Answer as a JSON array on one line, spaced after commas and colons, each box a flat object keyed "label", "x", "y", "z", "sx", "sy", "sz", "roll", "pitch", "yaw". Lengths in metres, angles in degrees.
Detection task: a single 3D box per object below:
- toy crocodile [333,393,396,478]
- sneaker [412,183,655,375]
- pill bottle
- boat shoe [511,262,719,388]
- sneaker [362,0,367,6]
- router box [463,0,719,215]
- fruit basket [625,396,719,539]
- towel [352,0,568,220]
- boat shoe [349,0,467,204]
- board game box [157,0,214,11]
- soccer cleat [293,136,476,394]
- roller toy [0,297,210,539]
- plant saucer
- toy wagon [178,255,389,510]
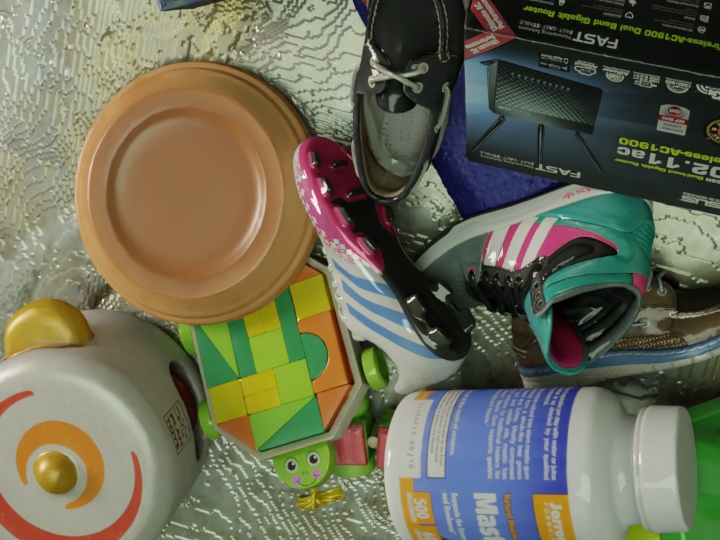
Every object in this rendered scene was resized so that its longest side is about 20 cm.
[{"label": "toy crocodile", "x": 0.024, "y": 0.133, "z": 1.022, "sx": 0.198, "sy": 0.062, "sz": 0.068, "roll": 2, "pitch": 107, "yaw": 11}, {"label": "sneaker", "x": 0.120, "y": 0.021, "z": 0.924, "sx": 0.199, "sy": 0.122, "sz": 0.084, "roll": -23, "pitch": 137, "yaw": 29}, {"label": "pill bottle", "x": 0.126, "y": 0.137, "z": 0.897, "sx": 0.198, "sy": 0.112, "sz": 0.113, "roll": -4, "pitch": 106, "yaw": 24}, {"label": "boat shoe", "x": 0.204, "y": 0.033, "z": 0.952, "sx": 0.198, "sy": 0.072, "sz": 0.073, "roll": -18, "pitch": 101, "yaw": 16}, {"label": "sneaker", "x": 0.085, "y": -0.208, "z": 0.858, "sx": 0.198, "sy": 0.080, "sz": 0.075, "roll": -6, "pitch": 69, "yaw": 28}, {"label": "router box", "x": 0.164, "y": -0.112, "z": 0.820, "sx": 0.198, "sy": 0.150, "sz": 0.063, "roll": 14, "pitch": 66, "yaw": 13}, {"label": "fruit basket", "x": 0.263, "y": 0.195, "z": 0.970, "sx": 0.154, "sy": 0.215, "sz": 0.218, "roll": -14, "pitch": 108, "yaw": -27}, {"label": "towel", "x": 0.098, "y": -0.148, "z": 0.934, "sx": 0.147, "sy": 0.050, "sz": 0.201, "roll": -23, "pitch": 101, "yaw": 22}, {"label": "boat shoe", "x": 0.027, "y": -0.124, "z": 0.862, "sx": 0.073, "sy": 0.061, "sz": 0.201, "roll": 20, "pitch": 145, "yaw": 7}, {"label": "board game box", "x": -0.061, "y": -0.220, "z": 0.860, "sx": 0.198, "sy": 0.200, "sz": 0.062, "roll": -12, "pitch": 103, "yaw": 15}, {"label": "soccer cleat", "x": 0.000, "y": 0.000, "z": 0.943, "sx": 0.086, "sy": 0.070, "sz": 0.201, "roll": -44, "pitch": 74, "yaw": 40}, {"label": "roller toy", "x": -0.217, "y": 0.133, "z": 1.028, "sx": 0.181, "sy": 0.140, "sz": 0.201, "roll": 30, "pitch": 109, "yaw": 1}, {"label": "plant saucer", "x": -0.127, "y": -0.058, "z": 0.984, "sx": 0.198, "sy": 0.037, "sz": 0.203, "roll": 1, "pitch": 94, "yaw": 12}, {"label": "toy wagon", "x": -0.056, "y": 0.084, "z": 1.003, "sx": 0.154, "sy": 0.040, "sz": 0.202, "roll": -18, "pitch": 78, "yaw": 16}]
